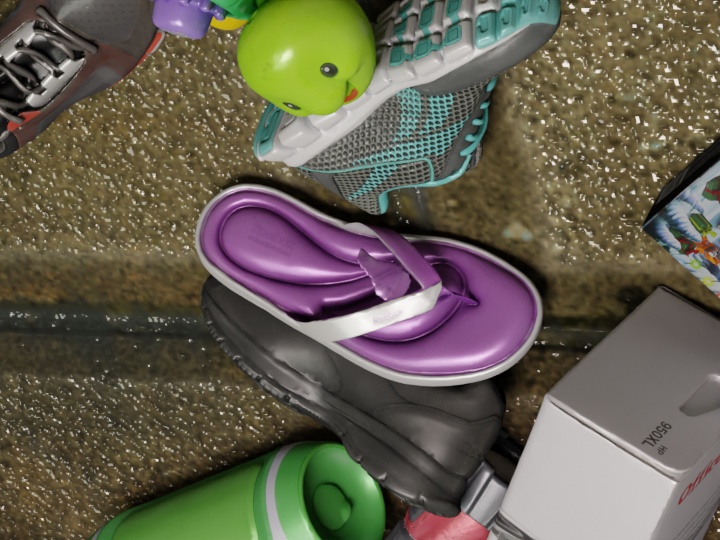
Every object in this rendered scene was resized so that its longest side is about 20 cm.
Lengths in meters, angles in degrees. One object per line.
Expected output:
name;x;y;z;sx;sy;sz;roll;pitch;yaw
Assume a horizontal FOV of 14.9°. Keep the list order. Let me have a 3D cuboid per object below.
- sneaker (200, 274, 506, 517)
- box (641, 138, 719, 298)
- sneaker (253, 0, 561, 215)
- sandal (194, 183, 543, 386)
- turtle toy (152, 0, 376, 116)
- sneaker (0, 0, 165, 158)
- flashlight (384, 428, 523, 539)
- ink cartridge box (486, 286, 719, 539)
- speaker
sneaker;-0.002;0.050;1.514;0.200;0.091;0.076;36;-179;22
box;0.249;-0.037;1.325;0.137;0.040;0.200;40;133;-6
sneaker;0.039;-0.090;1.390;0.091;0.078;0.199;38;140;-25
sandal;-0.002;0.007;1.463;0.201;0.083;0.050;16;170;18
turtle toy;-0.062;-0.164;1.343;0.200;0.101;0.146;47;133;-2
sneaker;-0.171;-0.107;1.470;0.077;0.082;0.200;42;134;-7
flashlight;0.031;0.180;1.551;0.068;0.068;0.201;44;113;23
ink cartridge box;0.129;0.129;1.427;0.084;0.145;0.201;31;126;16
speaker;-0.079;0.164;1.631;0.199;0.089;0.089;-24;111;40
